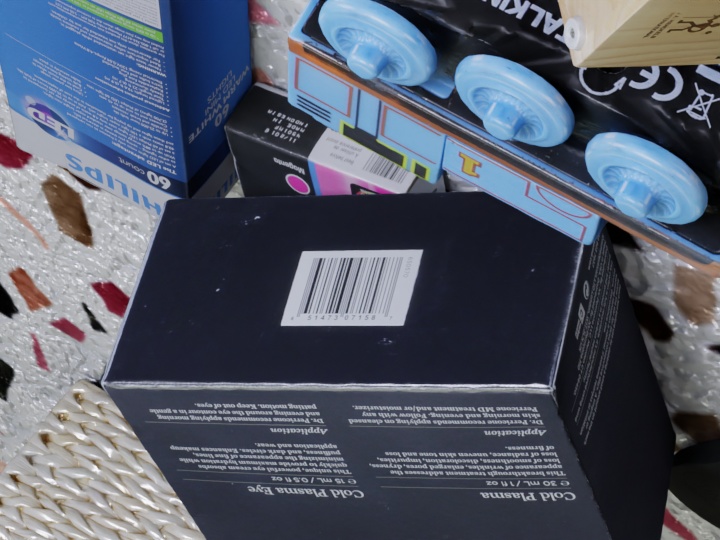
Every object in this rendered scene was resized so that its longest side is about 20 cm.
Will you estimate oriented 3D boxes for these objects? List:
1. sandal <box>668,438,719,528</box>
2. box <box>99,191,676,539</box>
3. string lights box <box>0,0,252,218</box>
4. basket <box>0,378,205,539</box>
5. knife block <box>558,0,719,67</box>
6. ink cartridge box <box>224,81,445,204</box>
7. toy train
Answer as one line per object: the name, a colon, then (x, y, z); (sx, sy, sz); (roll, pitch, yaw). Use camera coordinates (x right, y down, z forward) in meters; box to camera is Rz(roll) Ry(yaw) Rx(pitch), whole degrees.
sandal: (0.193, 0.095, 0.951); (0.075, 0.045, 0.200); (40, 152, -9)
box: (0.019, 0.062, 0.964); (0.199, 0.104, 0.182); (0, 141, 21)
string lights box: (-0.104, -0.108, 0.945); (0.102, 0.059, 0.200); (27, 152, 15)
basket: (-0.139, 0.206, 1.369); (0.199, 0.161, 0.199); (26, 151, 15)
knife block: (0.141, -0.120, 0.670); (0.064, 0.175, 0.201); (139, 122, -61)
ink cartridge box: (0.000, 0.000, 1.030); (0.094, 0.037, 0.200); (21, 152, 23)
toy train: (0.065, -0.068, 0.802); (0.199, 0.087, 0.114); (28, 161, 9)
